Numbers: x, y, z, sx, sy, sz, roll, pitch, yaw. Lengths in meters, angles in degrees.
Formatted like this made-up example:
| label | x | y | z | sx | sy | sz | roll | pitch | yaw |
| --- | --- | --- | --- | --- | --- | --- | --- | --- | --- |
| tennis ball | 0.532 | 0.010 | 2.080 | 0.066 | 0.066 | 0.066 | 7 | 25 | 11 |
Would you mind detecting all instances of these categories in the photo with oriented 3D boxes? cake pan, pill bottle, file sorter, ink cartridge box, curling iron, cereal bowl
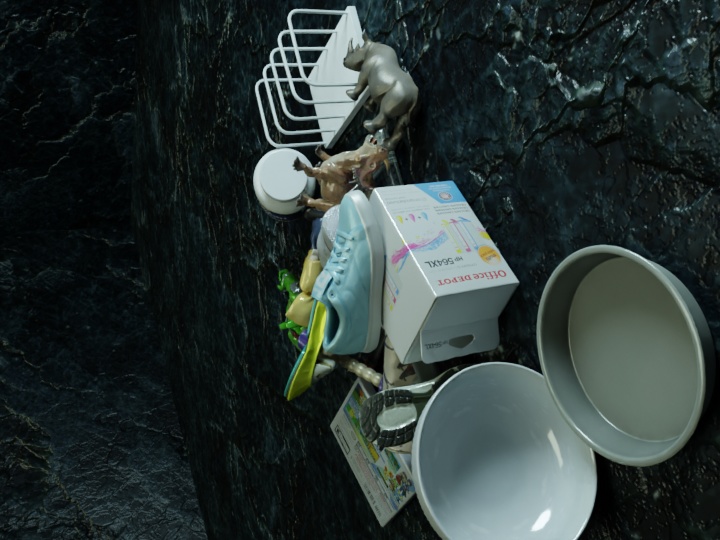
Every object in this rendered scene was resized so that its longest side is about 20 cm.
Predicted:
| label | x | y | z | sx | sy | sz | roll | pitch | yaw |
| --- | --- | --- | --- | --- | --- | --- | --- | --- | --- |
| cake pan | 0.246 | 0.077 | 0.638 | 0.199 | 0.036 | 0.206 | 26 | 120 | 59 |
| pill bottle | -0.134 | -0.152 | 1.198 | 0.200 | 0.108 | 0.114 | 158 | 104 | -85 |
| file sorter | -0.081 | -0.307 | 1.102 | 0.200 | 0.122 | 0.142 | -39 | 63 | 59 |
| ink cartridge box | 0.091 | 0.008 | 0.835 | 0.202 | 0.126 | 0.127 | 62 | 147 | 34 |
| curling iron | 0.025 | 0.160 | 1.122 | 0.050 | 0.025 | 0.203 | 49 | 139 | 35 |
| cereal bowl | 0.144 | 0.207 | 0.719 | 0.084 | 0.195 | 0.205 | 109 | 146 | -69 |

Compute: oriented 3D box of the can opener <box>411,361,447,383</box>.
| label | x | y | z | sx | sy | sz | roll | pitch | yaw |
| --- | --- | --- | --- | --- | --- | --- | --- | --- | --- |
| can opener | 0.116 | 0.159 | 0.879 | 0.065 | 0.053 | 0.204 | -27 | 90 | 22 |

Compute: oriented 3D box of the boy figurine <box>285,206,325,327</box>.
| label | x | y | z | sx | sy | sz | roll | pitch | yaw |
| --- | --- | --- | --- | --- | --- | --- | --- | --- | --- |
| boy figurine | -0.088 | -0.004 | 1.205 | 0.124 | 0.063 | 0.206 | 173 | 108 | -83 |

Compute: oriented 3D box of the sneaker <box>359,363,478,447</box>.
| label | x | y | z | sx | sy | sz | roll | pitch | yaw |
| --- | --- | --- | --- | --- | --- | --- | --- | --- | --- |
| sneaker | 0.096 | 0.163 | 0.824 | 0.089 | 0.194 | 0.079 | 72 | -172 | -77 |

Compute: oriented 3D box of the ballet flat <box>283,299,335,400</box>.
| label | x | y | z | sx | sy | sz | roll | pitch | yaw |
| --- | --- | --- | --- | --- | --- | --- | --- | --- | --- |
| ballet flat | -0.063 | 0.121 | 1.063 | 0.067 | 0.065 | 0.205 | -50 | -21 | -79 |

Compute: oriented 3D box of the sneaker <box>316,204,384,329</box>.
| label | x | y | z | sx | sy | sz | roll | pitch | yaw |
| --- | --- | --- | --- | --- | --- | --- | --- | --- | --- |
| sneaker | 0.000 | 0.000 | 1.027 | 0.203 | 0.074 | 0.115 | 58 | 165 | -3 |

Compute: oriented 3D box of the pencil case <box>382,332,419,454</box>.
| label | x | y | z | sx | sy | sz | roll | pitch | yaw |
| --- | --- | --- | --- | --- | --- | --- | --- | --- | --- |
| pencil case | 0.075 | 0.156 | 0.963 | 0.078 | 0.087 | 0.206 | -66 | -23 | -74 |

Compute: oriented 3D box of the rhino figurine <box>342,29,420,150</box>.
| label | x | y | z | sx | sy | sz | roll | pitch | yaw |
| --- | --- | --- | --- | --- | --- | --- | --- | --- | --- |
| rhino figurine | 0.025 | -0.271 | 0.962 | 0.088 | 0.059 | 0.203 | -46 | 52 | 28 |

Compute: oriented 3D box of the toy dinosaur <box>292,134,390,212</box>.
| label | x | y | z | sx | sy | sz | roll | pitch | yaw |
| --- | --- | --- | --- | --- | --- | --- | --- | --- | --- |
| toy dinosaur | -0.027 | -0.123 | 1.036 | 0.133 | 0.087 | 0.202 | 29 | 151 | 12 |

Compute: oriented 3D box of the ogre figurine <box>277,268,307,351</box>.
| label | x | y | z | sx | sy | sz | roll | pitch | yaw |
| --- | --- | --- | --- | --- | --- | --- | --- | --- | --- |
| ogre figurine | -0.111 | 0.098 | 1.306 | 0.120 | 0.095 | 0.206 | 165 | 108 | -75 |

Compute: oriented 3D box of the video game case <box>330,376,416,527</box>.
| label | x | y | z | sx | sy | sz | roll | pitch | yaw |
| --- | --- | --- | --- | --- | --- | --- | --- | --- | --- |
| video game case | 0.023 | 0.305 | 1.138 | 0.202 | 0.022 | 0.184 | 59 | 146 | 26 |

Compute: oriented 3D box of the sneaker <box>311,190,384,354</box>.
| label | x | y | z | sx | sy | sz | roll | pitch | yaw |
| --- | --- | --- | --- | --- | --- | --- | --- | --- | --- |
| sneaker | -0.020 | 0.008 | 0.824 | 0.073 | 0.080 | 0.206 | 15 | 110 | 61 |

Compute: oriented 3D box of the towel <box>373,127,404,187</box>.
| label | x | y | z | sx | sy | sz | roll | pitch | yaw |
| --- | --- | --- | --- | --- | --- | --- | --- | --- | --- |
| towel | 0.022 | -0.091 | 1.065 | 0.199 | 0.034 | 0.198 | -34 | 69 | 59 |

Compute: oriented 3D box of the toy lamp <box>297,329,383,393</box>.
| label | x | y | z | sx | sy | sz | roll | pitch | yaw |
| --- | --- | --- | --- | --- | --- | --- | --- | --- | --- |
| toy lamp | -0.023 | 0.148 | 1.099 | 0.197 | 0.058 | 0.060 | 21 | 118 | 35 |
